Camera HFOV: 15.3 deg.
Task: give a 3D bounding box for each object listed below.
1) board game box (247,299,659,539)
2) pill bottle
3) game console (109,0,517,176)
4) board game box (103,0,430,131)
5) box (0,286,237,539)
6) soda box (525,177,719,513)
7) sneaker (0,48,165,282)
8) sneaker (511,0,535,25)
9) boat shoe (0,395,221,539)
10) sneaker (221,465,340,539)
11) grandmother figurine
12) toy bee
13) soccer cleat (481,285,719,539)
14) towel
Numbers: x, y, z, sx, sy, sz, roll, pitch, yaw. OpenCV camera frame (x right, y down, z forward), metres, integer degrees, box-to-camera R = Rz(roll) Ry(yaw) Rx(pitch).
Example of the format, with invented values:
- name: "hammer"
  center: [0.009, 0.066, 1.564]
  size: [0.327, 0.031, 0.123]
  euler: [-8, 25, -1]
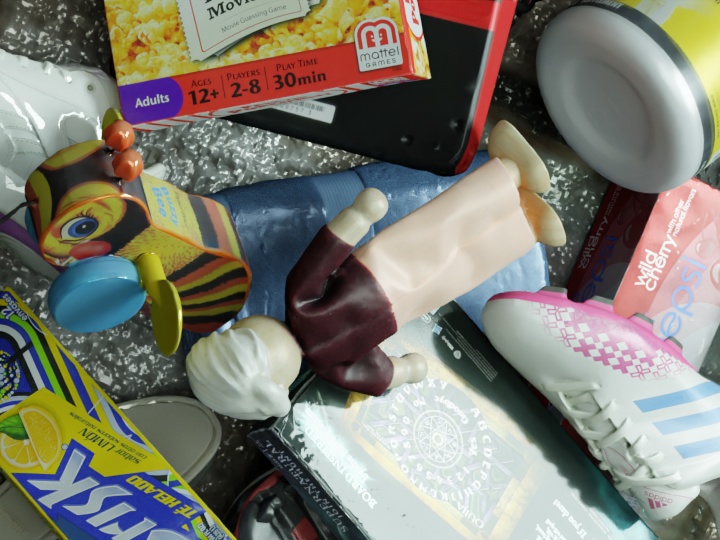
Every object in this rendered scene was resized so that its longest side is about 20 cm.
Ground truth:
- name: "board game box"
  center: [0.050, 0.112, 1.373]
  size: [0.200, 0.028, 0.135]
  euler: [50, 58, -9]
- name: "pill bottle"
  center: [0.197, -0.136, 1.436]
  size: [0.200, 0.112, 0.112]
  euler: [-37, 107, -28]
- name: "game console"
  center: [-0.018, -0.155, 1.359]
  size: [0.200, 0.031, 0.177]
  euler: [15, 94, 13]
- name: "board game box"
  center: [-0.057, -0.180, 1.328]
  size: [0.151, 0.046, 0.200]
  euler: [-10, 88, 13]
- name: "box"
  center: [-0.130, 0.105, 1.317]
  size: [0.064, 0.070, 0.200]
  euler: [-41, 72, -10]
- name: "soda box"
  center: [0.144, 0.043, 1.468]
  size: [0.070, 0.063, 0.200]
  euler: [25, 86, -21]
- name: "sneaker"
  center: [-0.181, -0.083, 1.340]
  size: [0.200, 0.075, 0.100]
  euler: [47, 72, -26]
- name: "sneaker"
  center: [0.074, -0.158, 1.410]
  size: [0.084, 0.077, 0.200]
  euler: [23, 90, -22]
- name: "boat shoe"
  center: [-0.160, 0.132, 1.377]
  size: [0.200, 0.057, 0.067]
  euler: [-32, 69, -18]
- name: "sneaker"
  center: [-0.003, 0.115, 1.418]
  size: [0.200, 0.098, 0.071]
  euler: [-31, 91, -36]
- name: "grandmother figurine"
  center: [0.005, 0.012, 1.310]
  size: [0.200, 0.061, 0.121]
  euler: [-30, 120, -15]
- name: "toy bee"
  center: [-0.117, -0.019, 1.266]
  size: [0.200, 0.109, 0.131]
  euler: [-14, 67, -53]
- name: "soccer cleat"
  center: [0.144, 0.078, 1.393]
  size: [0.200, 0.070, 0.086]
  euler: [26, 68, -24]
- name: "towel"
  center: [0.000, 0.000, 1.420]
  size: [0.200, 0.049, 0.112]
  euler: [-10, 98, -18]
